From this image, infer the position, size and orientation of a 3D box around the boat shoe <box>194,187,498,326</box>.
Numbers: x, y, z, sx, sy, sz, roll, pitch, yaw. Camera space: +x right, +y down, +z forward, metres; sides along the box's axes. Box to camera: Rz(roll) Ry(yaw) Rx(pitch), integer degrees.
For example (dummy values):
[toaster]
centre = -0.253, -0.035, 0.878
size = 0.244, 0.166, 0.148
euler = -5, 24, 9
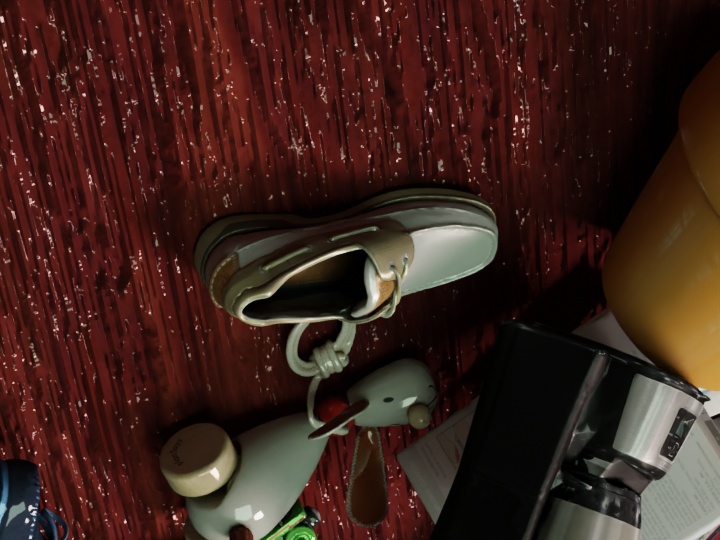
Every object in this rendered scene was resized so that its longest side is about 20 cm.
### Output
[boat shoe]
centre = 0.000, 0.000, 1.337
size = 0.199, 0.069, 0.075
euler = -10, 130, -18

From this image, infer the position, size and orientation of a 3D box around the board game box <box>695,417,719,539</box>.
[board game box]
centre = 0.198, 0.201, 1.552
size = 0.200, 0.064, 0.147
euler = -48, 162, 18

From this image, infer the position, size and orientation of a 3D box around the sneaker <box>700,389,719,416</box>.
[sneaker]
centre = 0.241, 0.056, 1.510
size = 0.199, 0.074, 0.082
euler = -17, 101, -5

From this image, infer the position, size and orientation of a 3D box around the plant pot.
[plant pot]
centre = 0.256, -0.025, 1.371
size = 0.199, 0.201, 0.183
euler = 13, 136, -33

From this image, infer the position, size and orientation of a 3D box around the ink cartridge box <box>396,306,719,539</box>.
[ink cartridge box]
centre = 0.147, 0.140, 1.467
size = 0.200, 0.161, 0.047
euler = -36, 167, 19

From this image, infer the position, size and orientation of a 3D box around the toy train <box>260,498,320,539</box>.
[toy train]
centre = -0.116, 0.217, 1.474
size = 0.200, 0.042, 0.056
euler = -38, 113, 1

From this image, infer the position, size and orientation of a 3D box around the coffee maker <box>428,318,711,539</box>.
[coffee maker]
centre = 0.103, 0.136, 1.370
size = 0.191, 0.135, 0.201
euler = 19, 83, 0

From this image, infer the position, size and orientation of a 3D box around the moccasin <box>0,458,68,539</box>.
[moccasin]
centre = -0.221, 0.192, 1.388
size = 0.068, 0.081, 0.200
euler = 7, 137, -13

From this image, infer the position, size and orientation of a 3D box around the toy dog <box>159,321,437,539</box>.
[toy dog]
centre = -0.036, 0.130, 1.399
size = 0.200, 0.096, 0.132
euler = -42, 133, 6
